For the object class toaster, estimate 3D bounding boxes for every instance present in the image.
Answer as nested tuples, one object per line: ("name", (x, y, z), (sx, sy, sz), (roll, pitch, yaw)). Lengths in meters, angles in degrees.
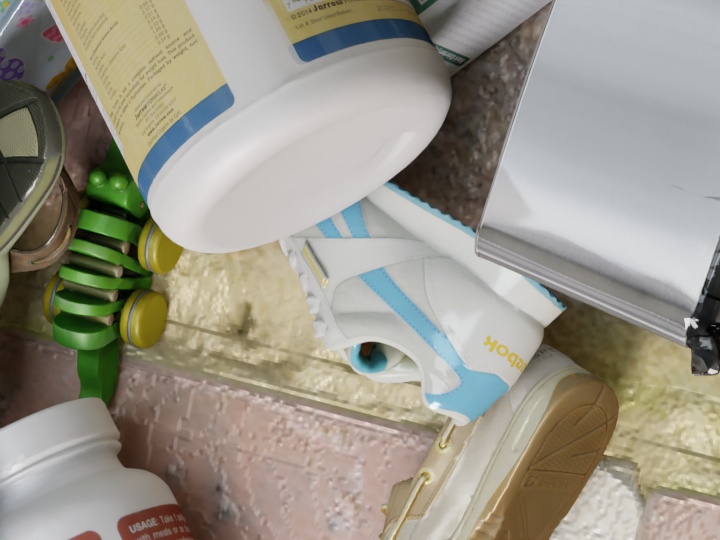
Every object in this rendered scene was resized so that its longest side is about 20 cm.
("toaster", (0.144, -0.063, 0.995), (0.118, 0.200, 0.182), (20, 97, 18))

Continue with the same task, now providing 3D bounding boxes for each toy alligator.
("toy alligator", (-0.125, -0.028, 1.186), (0.059, 0.054, 0.201), (15, 95, 22))

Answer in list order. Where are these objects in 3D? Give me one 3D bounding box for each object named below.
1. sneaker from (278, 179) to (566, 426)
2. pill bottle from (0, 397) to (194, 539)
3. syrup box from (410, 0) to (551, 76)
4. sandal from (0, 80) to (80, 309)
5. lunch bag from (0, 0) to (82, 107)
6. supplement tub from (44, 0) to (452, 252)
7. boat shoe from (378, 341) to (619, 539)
("sneaker", (0.000, 0.000, 1.095), (0.200, 0.076, 0.081), (31, 85, 41))
("pill bottle", (-0.125, 0.171, 1.151), (0.112, 0.112, 0.201), (-30, 77, 20))
("syrup box", (0.055, -0.162, 1.098), (0.200, 0.081, 0.079), (-35, 73, 18))
("sandal", (-0.173, -0.031, 1.168), (0.201, 0.057, 0.080), (123, 137, -58))
("lunch bag", (-0.231, -0.140, 1.198), (0.200, 0.127, 0.170), (-46, 72, 28))
("supplement tub", (-0.063, -0.125, 1.027), (0.144, 0.144, 0.201), (-33, 74, 19))
("boat shoe", (0.046, 0.120, 1.108), (0.069, 0.074, 0.201), (44, 107, 42))
